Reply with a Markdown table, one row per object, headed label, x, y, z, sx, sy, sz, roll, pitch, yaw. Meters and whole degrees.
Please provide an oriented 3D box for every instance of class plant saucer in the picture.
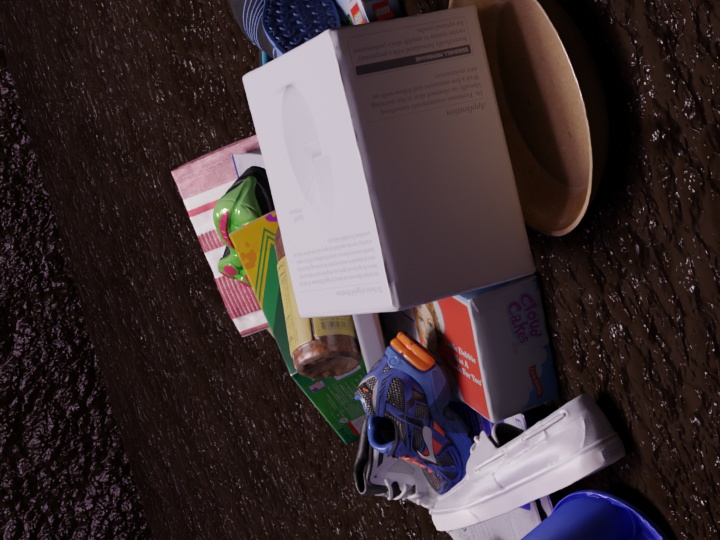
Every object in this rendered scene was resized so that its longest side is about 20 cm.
| label | x | y | z | sx | sy | sz | roll | pitch | yaw |
| --- | --- | --- | --- | --- | --- | --- | --- | --- | --- |
| plant saucer | 0.124 | -0.125 | 1.161 | 0.200 | 0.035 | 0.201 | 55 | 157 | 38 |

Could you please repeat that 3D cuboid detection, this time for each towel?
| label | x | y | z | sx | sy | sz | roll | pitch | yaw |
| --- | --- | --- | --- | --- | --- | --- | --- | --- | --- |
| towel | -0.105 | -0.042 | 1.764 | 0.201 | 0.143 | 0.023 | 69 | -160 | -6 |

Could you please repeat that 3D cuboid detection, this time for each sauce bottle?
| label | x | y | z | sx | sy | sz | roll | pitch | yaw |
| --- | --- | --- | --- | --- | --- | --- | --- | --- | --- |
| sauce bottle | -0.043 | -0.004 | 1.473 | 0.066 | 0.066 | 0.201 | 111 | 154 | -63 |

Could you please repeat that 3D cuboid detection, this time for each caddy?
| label | x | y | z | sx | sy | sz | roll | pitch | yaw |
| --- | --- | --- | --- | --- | --- | --- | --- | --- | --- |
| caddy | 0.180 | 0.264 | 1.301 | 0.141 | 0.105 | 0.200 | 47 | 140 | 21 |

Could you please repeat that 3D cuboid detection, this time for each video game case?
| label | x | y | z | sx | sy | sz | roll | pitch | yaw |
| --- | --- | --- | --- | --- | --- | --- | --- | --- | --- |
| video game case | 0.000 | 0.000 | 1.460 | 0.200 | 0.023 | 0.183 | 75 | -176 | -47 |

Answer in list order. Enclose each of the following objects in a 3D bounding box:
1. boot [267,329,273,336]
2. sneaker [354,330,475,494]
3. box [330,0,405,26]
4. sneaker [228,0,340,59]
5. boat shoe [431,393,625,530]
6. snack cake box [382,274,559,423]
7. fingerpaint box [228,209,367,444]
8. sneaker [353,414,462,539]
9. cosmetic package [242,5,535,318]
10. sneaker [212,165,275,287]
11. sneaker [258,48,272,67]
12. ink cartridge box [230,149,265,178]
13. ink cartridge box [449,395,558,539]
| label | x | y | z | sx | sy | sz | roll | pitch | yaw |
| --- | --- | --- | --- | --- | --- | --- | --- | --- | --- |
| boot | -0.080 | 0.001 | 1.818 | 0.156 | 0.073 | 0.200 | 49 | 139 | 26 |
| sneaker | 0.042 | 0.133 | 1.409 | 0.075 | 0.078 | 0.200 | 44 | 165 | 42 |
| box | -0.023 | -0.240 | 1.457 | 0.111 | 0.035 | 0.200 | 68 | 162 | 3 |
| sneaker | -0.066 | -0.219 | 1.448 | 0.078 | 0.070 | 0.200 | 84 | 163 | -49 |
| boat shoe | 0.123 | 0.155 | 1.316 | 0.200 | 0.072 | 0.069 | -34 | 76 | 48 |
| snack cake box | 0.084 | 0.036 | 1.396 | 0.200 | 0.067 | 0.116 | 35 | 140 | 60 |
| fingerpaint box | -0.042 | 0.056 | 1.599 | 0.167 | 0.073 | 0.200 | 64 | -177 | 28 |
| sneaker | 0.056 | 0.218 | 1.588 | 0.201 | 0.115 | 0.076 | 69 | 161 | 0 |
| cosmetic package | 0.017 | -0.075 | 1.229 | 0.199 | 0.122 | 0.201 | 173 | 84 | -68 |
| sneaker | -0.102 | -0.038 | 1.670 | 0.076 | 0.084 | 0.200 | 24 | 156 | 7 |
| sneaker | -0.055 | -0.156 | 1.576 | 0.200 | 0.073 | 0.082 | 47 | 151 | 48 |
| ink cartridge box | -0.058 | -0.076 | 1.669 | 0.200 | 0.039 | 0.100 | 12 | 122 | 54 |
| ink cartridge box | 0.135 | 0.198 | 1.450 | 0.200 | 0.043 | 0.199 | 7 | 117 | 65 |
